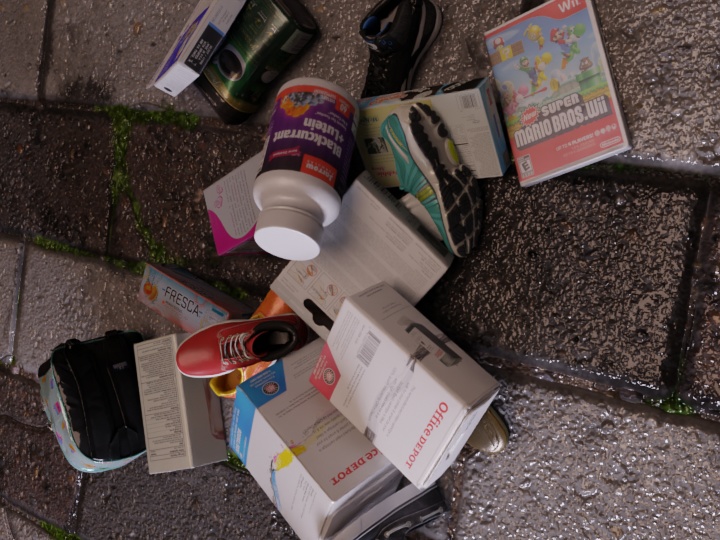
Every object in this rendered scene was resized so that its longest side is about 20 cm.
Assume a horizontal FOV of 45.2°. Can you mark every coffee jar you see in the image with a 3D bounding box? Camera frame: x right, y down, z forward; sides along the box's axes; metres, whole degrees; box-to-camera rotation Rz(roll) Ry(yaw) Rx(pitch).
[{"bbox_3d":[-0.159,-0.315,1.273,0.200,0.085,0.105,-45,77,25],"label":"coffee jar"}]

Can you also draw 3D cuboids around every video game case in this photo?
[{"bbox_3d":[0.234,-0.220,1.042,0.141,0.017,0.205,-18,79,33],"label":"video game case"}]

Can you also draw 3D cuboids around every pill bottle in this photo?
[{"bbox_3d":[-0.070,-0.122,1.056,0.109,0.111,0.204,-6,61,34],"label":"pill bottle"}]

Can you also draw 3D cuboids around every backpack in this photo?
[{"bbox_3d":[-0.416,0.220,1.392,0.153,0.173,0.203,-42,67,44],"label":"backpack"}]

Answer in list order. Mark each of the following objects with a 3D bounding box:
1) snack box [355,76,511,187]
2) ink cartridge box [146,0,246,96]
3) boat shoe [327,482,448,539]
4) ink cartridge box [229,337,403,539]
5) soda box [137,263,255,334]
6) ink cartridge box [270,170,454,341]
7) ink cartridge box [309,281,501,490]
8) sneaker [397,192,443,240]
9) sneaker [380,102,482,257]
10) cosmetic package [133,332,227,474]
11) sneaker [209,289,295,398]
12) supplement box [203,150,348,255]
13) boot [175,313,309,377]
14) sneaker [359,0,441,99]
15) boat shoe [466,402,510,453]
[{"bbox_3d":[0.084,-0.170,1.100,0.196,0.037,0.118,-2,122,34],"label":"snack box"},{"bbox_3d":[-0.234,-0.358,1.285,0.199,0.043,0.201,1,61,63],"label":"ink cartridge box"},{"bbox_3d":[0.029,0.328,1.076,0.069,0.197,0.072,57,143,14],"label":"boat shoe"},{"bbox_3d":[-0.055,0.228,1.130,0.200,0.146,0.146,45,142,26],"label":"ink cartridge box"},{"bbox_3d":[-0.256,0.054,1.344,0.198,0.068,0.065,27,104,31],"label":"soda box"},{"bbox_3d":[0.000,0.000,1.119,0.162,0.057,0.200,43,120,0],"label":"ink cartridge box"},{"bbox_3d":[0.050,0.136,1.040,0.199,0.084,0.147,42,127,22],"label":"ink cartridge box"},{"bbox_3d":[0.029,-0.022,1.153,0.198,0.075,0.090,-34,83,28],"label":"sneaker"},{"bbox_3d":[0.090,-0.112,1.074,0.079,0.077,0.203,-11,110,50],"label":"sneaker"},{"bbox_3d":[-0.280,0.204,1.347,0.102,0.087,0.205,-13,81,32],"label":"cosmetic package"},{"bbox_3d":[-0.154,0.109,1.269,0.073,0.076,0.203,38,108,30],"label":"sneaker"},{"bbox_3d":[-0.120,-0.102,1.220,0.198,0.102,0.104,-24,76,38],"label":"supplement box"},{"bbox_3d":[-0.172,0.104,1.172,0.195,0.144,0.074,-15,90,5],"label":"boot"},{"bbox_3d":[0.023,-0.271,1.131,0.073,0.111,0.203,34,107,30],"label":"sneaker"},{"bbox_3d":[0.117,0.141,1.086,0.200,0.064,0.074,44,130,18],"label":"boat shoe"}]
